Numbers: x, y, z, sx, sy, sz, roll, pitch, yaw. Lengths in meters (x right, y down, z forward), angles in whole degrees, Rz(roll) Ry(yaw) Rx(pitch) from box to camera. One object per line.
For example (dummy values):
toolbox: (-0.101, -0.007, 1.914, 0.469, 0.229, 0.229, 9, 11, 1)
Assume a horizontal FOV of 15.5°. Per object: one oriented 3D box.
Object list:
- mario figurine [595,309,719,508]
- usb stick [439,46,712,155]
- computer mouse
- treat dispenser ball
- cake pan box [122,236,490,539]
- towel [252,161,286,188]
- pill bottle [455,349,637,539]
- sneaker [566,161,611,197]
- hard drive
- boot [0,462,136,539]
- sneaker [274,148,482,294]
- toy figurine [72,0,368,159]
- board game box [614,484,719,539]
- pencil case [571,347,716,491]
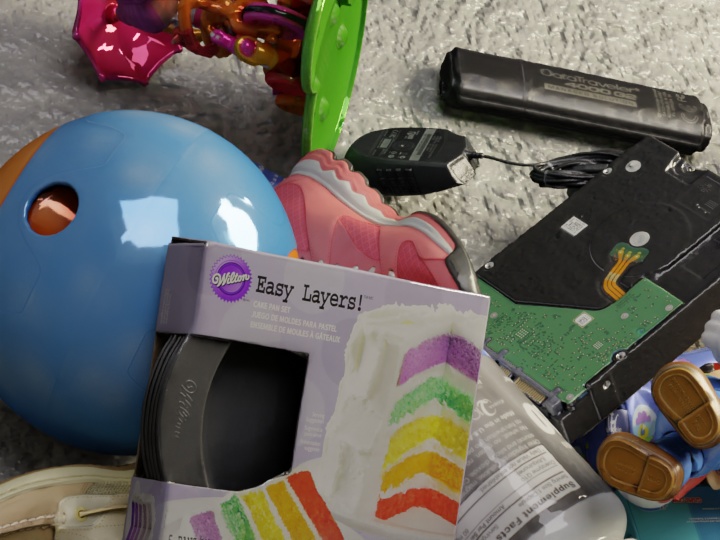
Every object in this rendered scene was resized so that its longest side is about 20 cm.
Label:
mario figurine: (0.190, 0.083, 1.548, 0.200, 0.123, 0.106, 3, 72, -67)
usb stick: (0.153, -0.120, 1.881, 0.200, 0.033, 0.056, 10, 40, -12)
computer mouse: (0.086, -0.065, 1.763, 0.200, 0.034, 0.059, 6, 29, 18)
treat dispenser ball: (-0.134, 0.007, 1.536, 0.201, 0.201, 0.201, 11, 47, -12)
cake pan box: (-0.032, 0.086, 1.455, 0.200, 0.052, 0.185, 13, 83, -31)
towel: (-0.066, -0.013, 1.705, 0.200, 0.024, 0.145, 26, 46, 3)
pill bottle: (0.085, 0.142, 1.557, 0.114, 0.114, 0.200, -24, 62, -36)
sneaker: (0.169, -0.006, 1.752, 0.130, 0.080, 0.199, 39, 49, 19)
hard drive: (0.157, 0.010, 1.652, 0.200, 0.038, 0.140, -38, 43, -17)
boot: (-0.133, 0.187, 1.466, 0.200, 0.073, 0.156, -6, 53, -31)
sneaker: (0.000, 0.000, 1.645, 0.087, 0.074, 0.200, -35, 42, -20)
toy figurine: (-0.103, -0.159, 1.735, 0.184, 0.200, 0.150, 13, 82, 7)
board game box: (0.242, 0.222, 1.592, 0.151, 0.047, 0.200, 1, 49, -20)
pencil case: (0.219, 0.084, 1.684, 0.200, 0.087, 0.078, -10, 20, -29)
